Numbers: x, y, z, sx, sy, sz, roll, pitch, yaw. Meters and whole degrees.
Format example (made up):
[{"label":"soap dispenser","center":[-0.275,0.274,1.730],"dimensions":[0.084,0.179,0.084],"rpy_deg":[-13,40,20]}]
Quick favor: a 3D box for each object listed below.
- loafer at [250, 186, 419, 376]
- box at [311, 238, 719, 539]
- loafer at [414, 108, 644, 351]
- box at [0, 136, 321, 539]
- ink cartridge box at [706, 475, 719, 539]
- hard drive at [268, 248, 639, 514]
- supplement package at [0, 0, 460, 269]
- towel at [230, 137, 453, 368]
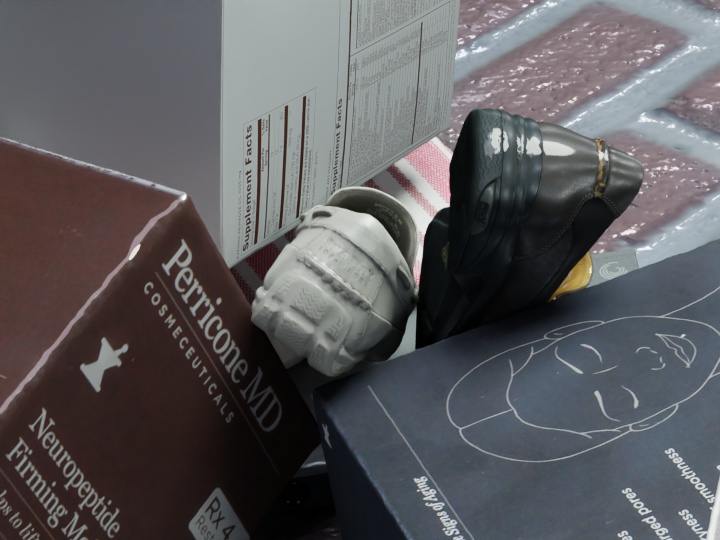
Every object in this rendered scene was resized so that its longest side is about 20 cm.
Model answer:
[{"label":"loafer","center":[0.000,0.000,0.947],"dimensions":[0.070,0.070,0.200],"rpy_deg":[36,6,-1]},{"label":"box","center":[0.110,0.109,0.858],"dimensions":[0.196,0.124,0.200],"rpy_deg":[-18,33,-13]},{"label":"loafer","center":[0.066,0.001,0.939],"dimensions":[0.072,0.200,0.073],"rpy_deg":[6,67,-6]},{"label":"box","center":[-0.155,0.074,0.909],"dimensions":[0.164,0.166,0.200],"rpy_deg":[17,58,38]},{"label":"ink cartridge box","center":[0.147,0.167,0.692],"dimensions":[0.067,0.201,0.115],"rpy_deg":[2,36,18]},{"label":"hard drive","center":[0.045,0.052,1.044],"dimensions":[0.199,0.033,0.140],"rpy_deg":[-8,33,3]},{"label":"supplement package","center":[-0.082,-0.123,1.010],"dimensions":[0.190,0.148,0.200],"rpy_deg":[17,30,27]},{"label":"towel","center":[-0.039,-0.021,1.084],"dimensions":[0.199,0.030,0.146],"rpy_deg":[-29,61,-25]}]
